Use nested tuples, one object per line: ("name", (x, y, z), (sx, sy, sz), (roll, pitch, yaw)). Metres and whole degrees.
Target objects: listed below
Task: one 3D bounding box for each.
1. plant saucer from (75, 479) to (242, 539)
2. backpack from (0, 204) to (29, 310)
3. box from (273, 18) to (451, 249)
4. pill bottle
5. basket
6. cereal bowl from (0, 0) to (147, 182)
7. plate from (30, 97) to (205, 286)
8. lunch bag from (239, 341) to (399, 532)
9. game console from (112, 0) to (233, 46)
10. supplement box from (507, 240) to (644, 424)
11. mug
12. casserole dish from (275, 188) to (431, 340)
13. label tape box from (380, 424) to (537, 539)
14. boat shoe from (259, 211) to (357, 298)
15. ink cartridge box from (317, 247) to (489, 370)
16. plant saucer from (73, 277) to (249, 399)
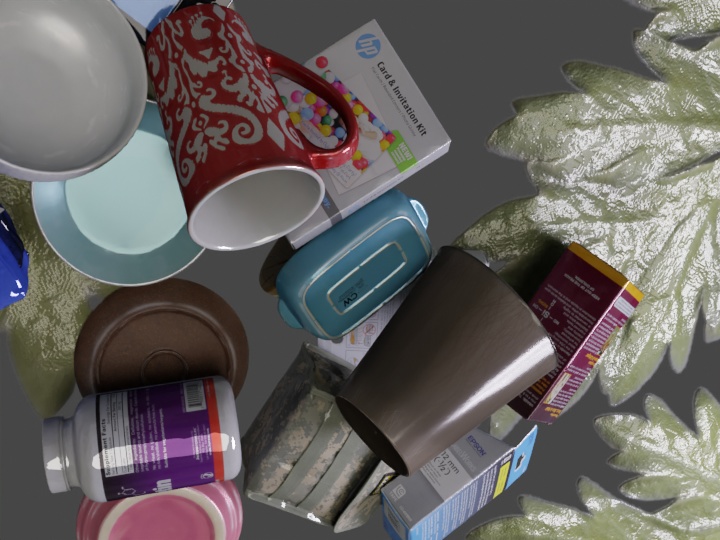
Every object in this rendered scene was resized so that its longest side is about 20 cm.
("plant saucer", (-0.237, 0.310, 1.053), (0.197, 0.051, 0.204), (-5, 110, -14))
("backpack", (-0.395, -0.039, 0.763), (0.161, 0.168, 0.202), (-28, 113, -13))
("box", (-0.028, -0.142, 0.925), (0.198, 0.041, 0.157), (-32, 84, -4))
("pill bottle", (-0.230, 0.181, 0.941), (0.196, 0.113, 0.114), (-7, 110, -13))
("basket", (0.079, 0.105, 0.935), (0.200, 0.136, 0.181), (-41, 83, -18))
("cereal bowl", (-0.304, -0.177, 0.824), (0.197, 0.083, 0.204), (7, 76, -31))
("plate", (-0.243, -0.082, 0.931), (0.197, 0.026, 0.204), (-5, 110, -15))
("lunch bag", (-0.020, 0.210, 1.040), (0.198, 0.118, 0.165), (27, 109, -23))
("game console", (-0.194, -0.310, 0.817), (0.199, 0.116, 0.177), (35, 96, -23))
("supplement box", (0.243, 0.079, 1.066), (0.201, 0.085, 0.110), (-56, 151, 7))
("mug", (-0.112, -0.141, 0.852), (0.175, 0.202, 0.134), (-6, 152, -37))
("casserole dish", (0.000, 0.000, 0.960), (0.199, 0.039, 0.122), (-38, 129, -4))
("label tape box", (0.120, 0.258, 1.087), (0.199, 0.066, 0.144), (-35, 152, -17))
("boat shoe", (-0.034, -0.049, 0.983), (0.201, 0.073, 0.065), (-50, 134, 4))
("ink cartridge box", (0.050, 0.055, 1.061), (0.196, 0.057, 0.165), (5, 109, 5))
("plant saucer", (-0.222, 0.109, 0.998), (0.197, 0.035, 0.204), (-5, 110, -15))
